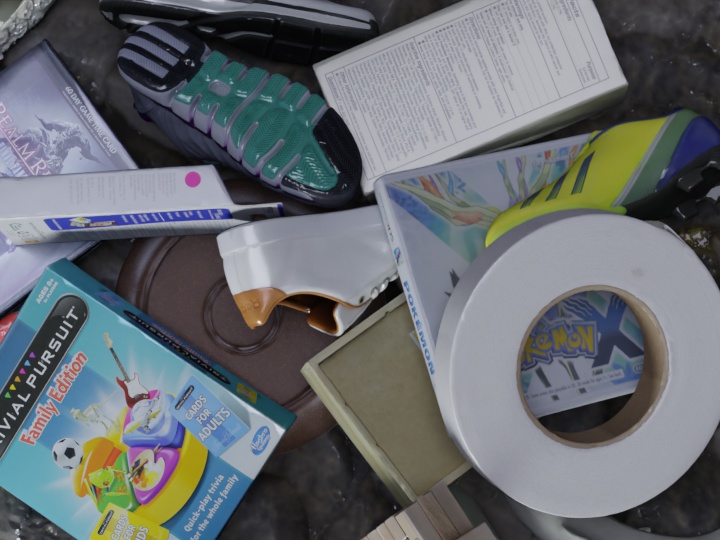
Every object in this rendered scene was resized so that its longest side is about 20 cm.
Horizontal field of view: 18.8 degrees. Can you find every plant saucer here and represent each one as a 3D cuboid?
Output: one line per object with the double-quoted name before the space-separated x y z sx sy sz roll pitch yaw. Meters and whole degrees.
"plant saucer" -0.081 0.032 1.540 0.198 0.032 0.202 0 85 5

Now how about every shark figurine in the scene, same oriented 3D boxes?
"shark figurine" 0.184 0.177 1.476 0.213 0.089 0.129 8 86 7

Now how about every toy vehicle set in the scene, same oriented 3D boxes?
"toy vehicle set" 0.075 0.060 1.494 0.199 0.027 0.125 -34 82 -19

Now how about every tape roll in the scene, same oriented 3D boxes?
"tape roll" 0.147 0.059 1.418 0.201 0.037 0.205 -2 98 -16

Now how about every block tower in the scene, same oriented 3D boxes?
"block tower" 0.002 0.212 1.452 0.200 0.054 0.058 -40 81 38

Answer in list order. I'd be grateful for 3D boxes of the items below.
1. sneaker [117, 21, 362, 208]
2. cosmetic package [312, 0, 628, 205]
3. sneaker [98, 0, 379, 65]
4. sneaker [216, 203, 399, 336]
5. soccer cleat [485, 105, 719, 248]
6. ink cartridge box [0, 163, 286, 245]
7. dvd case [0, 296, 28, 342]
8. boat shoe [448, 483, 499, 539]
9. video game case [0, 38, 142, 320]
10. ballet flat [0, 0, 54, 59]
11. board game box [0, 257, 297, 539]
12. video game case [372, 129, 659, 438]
"sneaker" -0.080 -0.097 1.518 0.199 0.088 0.074 35 66 17
"cosmetic package" 0.077 -0.131 1.521 0.199 0.073 0.104 -22 83 2
"sneaker" -0.079 -0.219 1.543 0.199 0.076 0.116 10 73 -5
"sneaker" 0.000 0.000 1.493 0.199 0.073 0.085 -10 83 -23
"soccer cleat" 0.162 -0.055 1.481 0.199 0.065 0.084 -23 53 -21
"ink cartridge box" -0.149 -0.045 1.485 0.198 0.095 0.037 -1 81 1
"dvd case" -0.286 0.000 1.564 0.145 0.022 0.202 -16 84 3
"boat shoe" 0.084 0.248 1.492 0.071 0.070 0.202 -31 84 21
"video game case" -0.262 -0.049 1.547 0.199 0.019 0.143 -37 83 -2
"ballet flat" -0.271 -0.188 1.560 0.072 0.072 0.201 35 87 7
"board game box" -0.168 0.111 1.506 0.199 0.047 0.152 34 101 2
"video game case" 0.124 0.005 1.482 0.199 0.022 0.184 -12 79 -23
